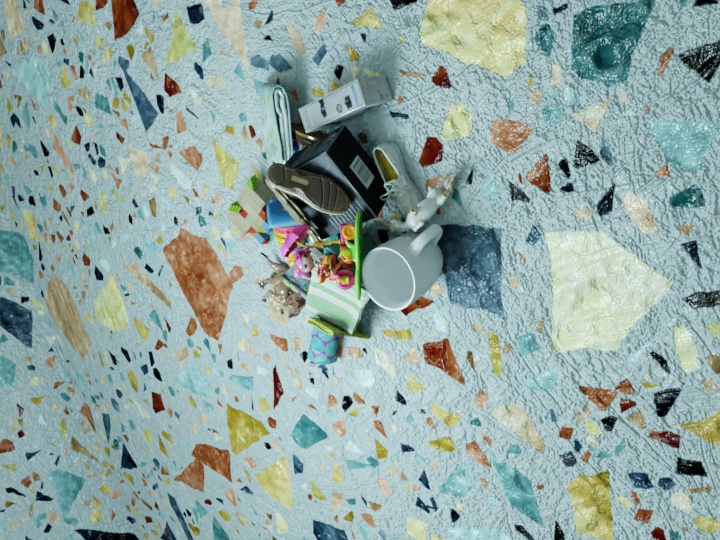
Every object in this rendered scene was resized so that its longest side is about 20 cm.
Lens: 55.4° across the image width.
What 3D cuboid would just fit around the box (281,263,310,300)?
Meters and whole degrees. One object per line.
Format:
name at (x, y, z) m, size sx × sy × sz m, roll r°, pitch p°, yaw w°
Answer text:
box at (-0.103, 0.041, 1.821) m, size 0.199 × 0.110 × 0.035 m, roll 33°, pitch 152°, yaw 25°

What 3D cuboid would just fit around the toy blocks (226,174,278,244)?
toy blocks at (-0.288, -0.157, 1.929) m, size 0.137 × 0.100 × 0.200 m, roll 44°, pitch 131°, yaw 3°

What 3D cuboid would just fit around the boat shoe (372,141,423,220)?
boat shoe at (0.080, -0.198, 1.591) m, size 0.074 × 0.086 × 0.205 m, roll -18°, pitch 94°, yaw 42°

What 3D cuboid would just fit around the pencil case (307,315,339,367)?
pencil case at (-0.101, 0.161, 1.884) m, size 0.091 × 0.085 × 0.203 m, roll 16°, pitch 117°, yaw 18°

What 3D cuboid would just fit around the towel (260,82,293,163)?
towel at (-0.218, -0.374, 1.753) m, size 0.171 × 0.047 × 0.203 m, roll -143°, pitch 46°, yaw -64°

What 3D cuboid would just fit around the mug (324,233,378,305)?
mug at (-0.005, -0.010, 1.710) m, size 0.153 × 0.113 × 0.186 m, roll 56°, pitch 166°, yaw 17°

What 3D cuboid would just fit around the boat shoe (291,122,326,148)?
boat shoe at (-0.109, -0.311, 1.719) m, size 0.199 × 0.070 × 0.071 m, roll 30°, pitch 124°, yaw 28°

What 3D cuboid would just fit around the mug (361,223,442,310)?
mug at (0.120, -0.026, 1.560) m, size 0.148 × 0.175 × 0.201 m, roll 44°, pitch 129°, yaw 14°

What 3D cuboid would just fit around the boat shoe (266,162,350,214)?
boat shoe at (-0.117, -0.187, 1.559) m, size 0.200 × 0.075 × 0.076 m, roll 27°, pitch 86°, yaw -7°

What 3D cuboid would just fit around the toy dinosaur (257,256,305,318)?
toy dinosaur at (-0.210, 0.046, 1.941) m, size 0.134 × 0.085 × 0.203 m, roll -22°, pitch 76°, yaw 33°

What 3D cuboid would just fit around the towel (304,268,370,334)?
towel at (-0.060, 0.072, 1.666) m, size 0.151 × 0.024 × 0.201 m, roll 27°, pitch 144°, yaw 5°

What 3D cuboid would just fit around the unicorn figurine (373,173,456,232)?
unicorn figurine at (0.133, -0.133, 1.525) m, size 0.198 × 0.137 × 0.075 m, roll -29°, pitch 88°, yaw -1°

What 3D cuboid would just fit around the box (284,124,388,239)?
box at (-0.066, -0.205, 1.642) m, size 0.195 × 0.125 × 0.201 m, roll -19°, pitch 120°, yaw 41°

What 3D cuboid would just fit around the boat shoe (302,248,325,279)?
boat shoe at (-0.124, -0.006, 1.753) m, size 0.200 × 0.068 × 0.073 m, roll 35°, pitch 151°, yaw 58°

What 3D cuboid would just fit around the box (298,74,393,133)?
box at (-0.036, -0.387, 1.598) m, size 0.198 × 0.116 × 0.061 m, roll -14°, pitch 97°, yaw 43°

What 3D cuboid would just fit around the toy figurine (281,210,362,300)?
toy figurine at (-0.088, -0.033, 1.550) m, size 0.181 × 0.150 × 0.204 m, roll -1°, pitch 80°, yaw 4°

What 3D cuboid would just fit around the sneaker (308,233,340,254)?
sneaker at (-0.079, -0.088, 1.791) m, size 0.079 × 0.077 × 0.202 m, roll -24°, pitch 97°, yaw 28°

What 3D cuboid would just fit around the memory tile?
memory tile at (-0.155, -0.136, 1.650) m, size 0.153 × 0.017 × 0.200 m, roll 45°, pitch 175°, yaw 31°

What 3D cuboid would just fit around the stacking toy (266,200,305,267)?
stacking toy at (-0.189, -0.086, 1.863) m, size 0.117 × 0.108 × 0.202 m, roll -104°, pitch 8°, yaw -51°

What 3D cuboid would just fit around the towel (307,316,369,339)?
towel at (-0.054, 0.153, 1.774) m, size 0.085 × 0.199 × 0.018 m, roll 30°, pitch 96°, yaw 29°
